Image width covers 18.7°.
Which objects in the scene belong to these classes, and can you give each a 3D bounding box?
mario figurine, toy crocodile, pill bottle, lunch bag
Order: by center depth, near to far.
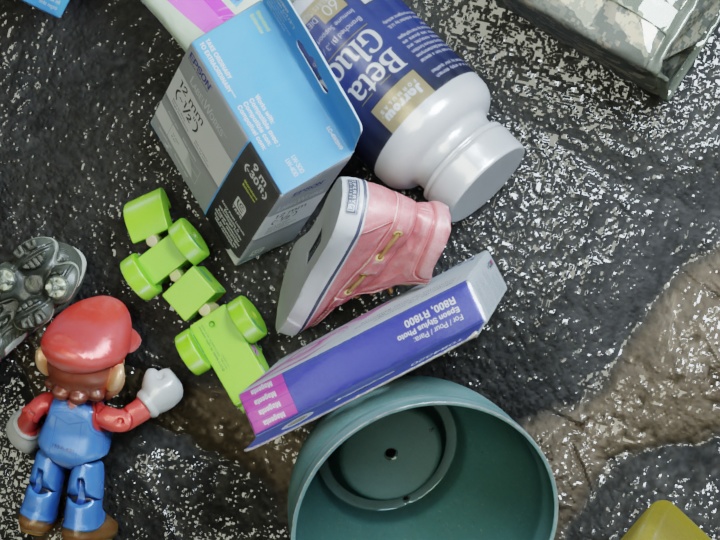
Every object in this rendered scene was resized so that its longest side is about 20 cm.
[{"bbox_3d":[0.213,-0.256,1.638,0.164,0.118,0.200,32,90,16],"label":"lunch bag"},{"bbox_3d":[0.030,-0.134,1.691,0.200,0.111,0.111,45,99,14],"label":"pill bottle"},{"bbox_3d":[-0.130,0.023,1.759,0.067,0.062,0.200,-37,82,10],"label":"toy crocodile"},{"bbox_3d":[-0.217,0.118,1.779,0.123,0.106,0.200,8,101,-19],"label":"mario figurine"}]

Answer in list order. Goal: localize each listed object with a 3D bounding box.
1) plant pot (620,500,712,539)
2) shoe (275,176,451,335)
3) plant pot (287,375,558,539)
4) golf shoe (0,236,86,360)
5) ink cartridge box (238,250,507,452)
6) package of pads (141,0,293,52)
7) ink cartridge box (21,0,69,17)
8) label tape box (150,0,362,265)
[{"bbox_3d":[0.214,0.305,1.574,0.200,0.176,0.200,42,97,14],"label":"plant pot"},{"bbox_3d":[0.000,0.000,1.680,0.091,0.200,0.072,13,58,-13],"label":"shoe"},{"bbox_3d":[0.034,0.160,1.638,0.200,0.134,0.200,-5,114,-11],"label":"plant pot"},{"bbox_3d":[-0.305,0.047,1.786,0.200,0.088,0.077,-32,88,9],"label":"golf shoe"},{"bbox_3d":[0.008,0.057,1.638,0.196,0.200,0.043,-27,92,12],"label":"ink cartridge box"},{"bbox_3d":[-0.099,-0.280,1.761,0.200,0.068,0.155,-43,77,7],"label":"package of pads"},{"bbox_3d":[-0.252,-0.323,1.788,0.116,0.068,0.200,34,97,41],"label":"ink cartridge box"},{"bbox_3d":[-0.082,-0.112,1.682,0.066,0.200,0.143,-25,77,-26],"label":"label tape box"}]
